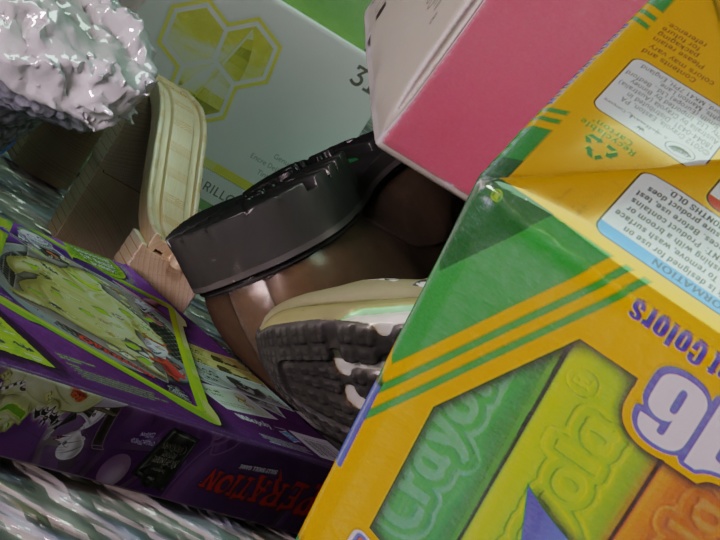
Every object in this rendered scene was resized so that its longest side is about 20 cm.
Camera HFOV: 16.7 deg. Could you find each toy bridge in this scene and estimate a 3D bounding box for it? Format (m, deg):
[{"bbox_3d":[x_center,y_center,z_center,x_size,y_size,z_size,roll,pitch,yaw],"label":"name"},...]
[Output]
[{"bbox_3d":[-0.082,-0.035,0.855,0.027,0.067,0.200,30,8,-24],"label":"toy bridge"}]

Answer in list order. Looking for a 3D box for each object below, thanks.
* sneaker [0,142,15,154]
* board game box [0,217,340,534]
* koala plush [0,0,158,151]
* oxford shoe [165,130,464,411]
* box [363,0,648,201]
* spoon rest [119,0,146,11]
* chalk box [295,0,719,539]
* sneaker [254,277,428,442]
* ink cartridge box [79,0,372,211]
[{"bbox_3d":[-0.146,-0.084,0.894,0.082,0.074,0.200,32,16,-7],"label":"sneaker"},{"bbox_3d":[-0.093,0.015,0.651,0.120,0.032,0.200,44,11,33],"label":"board game box"},{"bbox_3d":[-0.156,-0.099,0.667,0.200,0.184,0.177,44,-28,-25],"label":"koala plush"},{"bbox_3d":[0.000,0.000,0.811,0.085,0.073,0.200,64,25,-6],"label":"oxford shoe"},{"bbox_3d":[0.112,-0.055,0.812,0.200,0.109,0.128,30,21,-15],"label":"box"},{"bbox_3d":[-0.127,-0.118,0.822,0.099,0.061,0.200,25,5,-35],"label":"spoon rest"},{"bbox_3d":[0.066,0.055,0.578,0.125,0.200,0.124,33,40,10],"label":"chalk box"},{"bbox_3d":[0.070,0.004,0.703,0.077,0.200,0.089,77,9,-46],"label":"sneaker"},{"bbox_3d":[-0.048,-0.118,1.010,0.145,0.200,0.048,30,6,-26],"label":"ink cartridge box"}]
